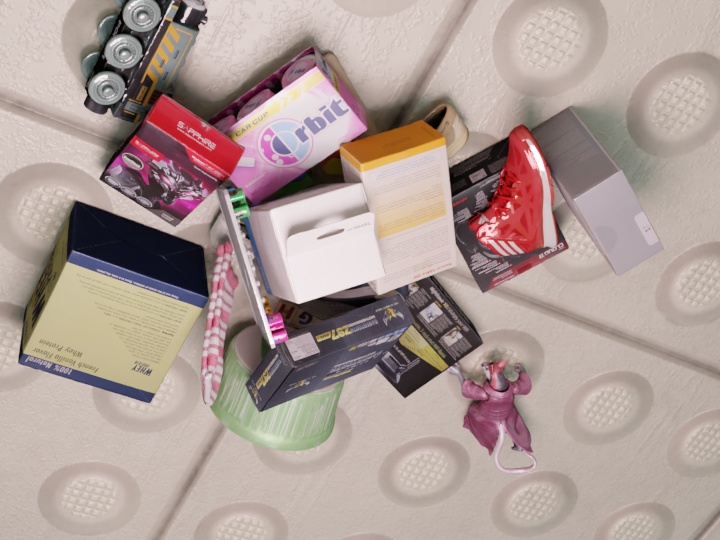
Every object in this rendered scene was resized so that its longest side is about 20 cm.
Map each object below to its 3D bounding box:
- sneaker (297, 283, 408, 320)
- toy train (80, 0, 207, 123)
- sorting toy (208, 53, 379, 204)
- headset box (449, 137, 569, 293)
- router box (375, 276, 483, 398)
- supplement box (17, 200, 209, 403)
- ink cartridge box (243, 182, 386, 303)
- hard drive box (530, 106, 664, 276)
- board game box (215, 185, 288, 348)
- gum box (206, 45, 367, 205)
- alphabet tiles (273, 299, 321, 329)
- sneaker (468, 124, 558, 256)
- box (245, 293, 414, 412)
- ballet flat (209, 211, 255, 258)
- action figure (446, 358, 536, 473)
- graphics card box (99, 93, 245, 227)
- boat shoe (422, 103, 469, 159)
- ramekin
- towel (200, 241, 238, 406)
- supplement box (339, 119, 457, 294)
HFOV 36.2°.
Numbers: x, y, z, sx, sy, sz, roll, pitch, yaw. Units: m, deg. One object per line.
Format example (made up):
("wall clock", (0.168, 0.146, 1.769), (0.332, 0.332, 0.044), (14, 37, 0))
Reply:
("sneaker", (0.001, 0.001, 1.623), (0.202, 0.147, 0.077), (-3, 143, 39))
("toy train", (-0.273, -0.276, 1.387), (0.114, 0.085, 0.200), (16, 117, -35))
("sorting toy", (-0.082, -0.176, 1.516), (0.200, 0.037, 0.185), (-28, 124, 7))
("headset box", (0.205, -0.073, 1.621), (0.149, 0.077, 0.200), (-28, 125, 7))
("router box", (0.073, 0.086, 1.705), (0.157, 0.052, 0.200), (-35, 125, 9))
("supplement box", (-0.346, 0.047, 1.545), (0.199, 0.134, 0.200), (21, 116, -23))
("ink cartridge box", (-0.061, -0.038, 1.438), (0.128, 0.200, 0.126), (-18, 99, -15))
("hard drive box", (0.327, -0.113, 1.547), (0.077, 0.200, 0.156), (-31, 124, 9))
("board game box", (-0.141, -0.013, 1.414), (0.026, 0.200, 0.201), (-17, 98, -9))
("gum box", (-0.106, -0.185, 1.447), (0.200, 0.066, 0.114), (-33, 124, 16))
("alphabet tiles", (-0.034, 0.043, 1.688), (0.166, 0.006, 0.200), (19, 117, -23))
("sneaker", (0.202, -0.096, 1.515), (0.115, 0.078, 0.200), (-20, 122, -2))
("box", (-0.043, 0.113, 1.498), (0.200, 0.051, 0.158), (-18, 161, -32))
("ballet flat", (-0.114, -0.043, 1.561), (0.199, 0.070, 0.070), (12, 121, -4))
("action figure", (0.214, 0.221, 1.783), (0.133, 0.149, 0.200), (-8, 138, 0))
("graphics card box", (-0.247, -0.137, 1.423), (0.125, 0.051, 0.200), (33, 150, -18))
("boat shoe", (0.059, -0.151, 1.529), (0.200, 0.071, 0.065), (-44, 134, -3))
("ramekin", (-0.119, 0.166, 1.634), (0.199, 0.200, 0.098), (12, 118, -19))
("towel", (-0.196, 0.077, 1.537), (0.030, 0.201, 0.146), (6, 159, -3))
("supplement box", (0.053, -0.084, 1.471), (0.126, 0.074, 0.201), (-19, 123, -18))
